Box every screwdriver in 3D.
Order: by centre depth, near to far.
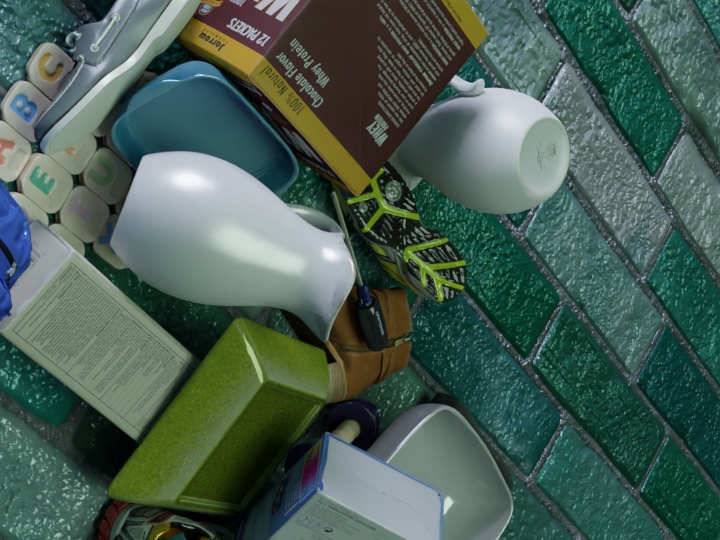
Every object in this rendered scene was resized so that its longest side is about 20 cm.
[{"bbox_3d":[0.000,0.000,1.526,0.029,0.028,0.201,-21,130,-12],"label":"screwdriver"}]

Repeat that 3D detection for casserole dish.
[{"bbox_3d":[-0.138,-0.115,1.410,0.120,0.039,0.200,-27,140,14],"label":"casserole dish"}]

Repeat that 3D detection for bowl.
[{"bbox_3d":[0.049,0.249,1.646,0.200,0.074,0.201,-49,129,-20],"label":"bowl"}]

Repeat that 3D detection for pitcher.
[{"bbox_3d":[-0.107,-0.034,1.386,0.199,0.172,0.122,21,112,-9],"label":"pitcher"},{"bbox_3d":[0.102,-0.145,1.584,0.121,0.199,0.173,-36,123,-33],"label":"pitcher"}]

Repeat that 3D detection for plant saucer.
[{"bbox_3d":[-0.114,0.151,1.466,0.201,0.048,0.200,-52,155,4],"label":"plant saucer"}]

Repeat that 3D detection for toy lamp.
[{"bbox_3d":[-0.024,0.170,1.590,0.200,0.058,0.059,-27,124,-72],"label":"toy lamp"}]

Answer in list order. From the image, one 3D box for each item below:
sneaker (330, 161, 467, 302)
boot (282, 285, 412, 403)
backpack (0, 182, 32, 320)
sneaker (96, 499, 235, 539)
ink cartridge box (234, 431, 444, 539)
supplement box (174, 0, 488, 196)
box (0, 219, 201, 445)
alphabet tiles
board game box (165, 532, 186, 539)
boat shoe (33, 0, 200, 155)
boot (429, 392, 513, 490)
[{"bbox_3d":[0.023,-0.043,1.628,0.075,0.076,0.201,-46,111,-25],"label":"sneaker"},{"bbox_3d":[-0.008,0.034,1.615,0.154,0.073,0.202,-16,123,-41],"label":"boot"},{"bbox_3d":[-0.341,0.002,1.200,0.201,0.167,0.163,-54,139,-26],"label":"backpack"},{"bbox_3d":[-0.159,0.278,1.515,0.200,0.082,0.078,30,79,-46],"label":"sneaker"},{"bbox_3d":[-0.033,0.256,1.484,0.136,0.200,0.077,30,38,-16],"label":"ink cartridge box"},{"bbox_3d":[-0.027,-0.217,1.443,0.200,0.132,0.197,-52,137,-6],"label":"supplement box"},{"bbox_3d":[-0.230,0.057,1.375,0.095,0.078,0.200,-48,132,-7],"label":"box"},{"bbox_3d":[-0.237,-0.096,1.385,0.196,0.015,0.201,44,70,-42],"label":"alphabet tiles"},{"bbox_3d":[-0.194,0.351,1.464,0.150,0.047,0.201,-26,130,-10],"label":"board game box"},{"bbox_3d":[-0.216,-0.183,1.346,0.062,0.073,0.200,38,73,2],"label":"boat shoe"},{"bbox_3d":[0.071,0.261,1.755,0.200,0.065,0.165,-53,124,-26],"label":"boot"}]
